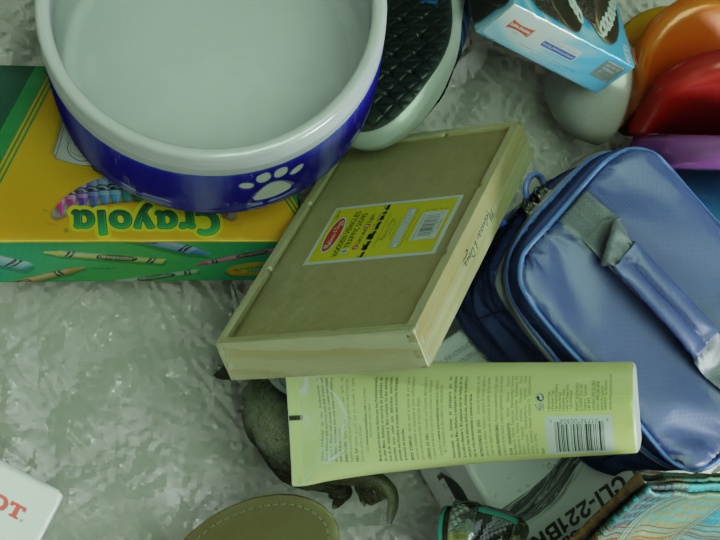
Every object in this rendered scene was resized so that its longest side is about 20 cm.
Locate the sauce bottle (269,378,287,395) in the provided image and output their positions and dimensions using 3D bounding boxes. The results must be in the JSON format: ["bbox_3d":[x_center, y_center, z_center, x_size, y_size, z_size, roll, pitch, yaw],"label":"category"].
[{"bbox_3d":[0.000,0.000,1.100,0.065,0.065,0.200,41,45,-11],"label":"sauce bottle"}]

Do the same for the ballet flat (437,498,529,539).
[{"bbox_3d":[0.087,0.231,1.101,0.072,0.072,0.201,-18,121,-20],"label":"ballet flat"}]

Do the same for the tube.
[{"bbox_3d":[0.056,0.079,1.002,0.199,0.052,0.058,-4,54,9],"label":"tube"}]

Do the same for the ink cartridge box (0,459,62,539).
[{"bbox_3d":[-0.282,0.180,1.012,0.146,0.084,0.201,30,76,-14],"label":"ink cartridge box"}]

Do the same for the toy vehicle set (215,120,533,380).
[{"bbox_3d":[0.012,-0.015,1.024,0.200,0.124,0.027,-60,136,-45],"label":"toy vehicle set"}]

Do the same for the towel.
[{"bbox_3d":[0.166,0.171,1.054,0.200,0.147,0.022,10,37,-54],"label":"towel"}]

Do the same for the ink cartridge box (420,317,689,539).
[{"bbox_3d":[0.120,0.114,1.161,0.144,0.084,0.201,-32,95,-20],"label":"ink cartridge box"}]

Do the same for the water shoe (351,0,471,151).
[{"bbox_3d":[0.041,-0.141,1.137,0.071,0.079,0.201,6,55,22],"label":"water shoe"}]

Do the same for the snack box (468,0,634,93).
[{"bbox_3d":[0.108,-0.220,1.157,0.116,0.037,0.201,19,49,-40],"label":"snack box"}]

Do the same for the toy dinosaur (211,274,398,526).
[{"bbox_3d":[-0.038,0.100,1.085,0.102,0.200,0.077,35,108,-33],"label":"toy dinosaur"}]

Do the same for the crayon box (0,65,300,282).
[{"bbox_3d":[-0.142,-0.058,1.085,0.199,0.058,0.119,-1,65,-19],"label":"crayon box"}]

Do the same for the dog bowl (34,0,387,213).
[{"bbox_3d":[-0.085,-0.137,1.038,0.199,0.079,0.201,1,67,-2],"label":"dog bowl"}]

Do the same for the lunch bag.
[{"bbox_3d":[0.159,0.020,1.072,0.200,0.132,0.136,46,70,-9],"label":"lunch bag"}]

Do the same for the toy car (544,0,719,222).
[{"bbox_3d":[0.225,-0.086,1.185,0.174,0.150,0.201,1,84,-20],"label":"toy car"}]

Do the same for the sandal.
[{"bbox_3d":[-0.097,0.209,1.090,0.212,0.070,0.078,-44,84,4],"label":"sandal"}]
